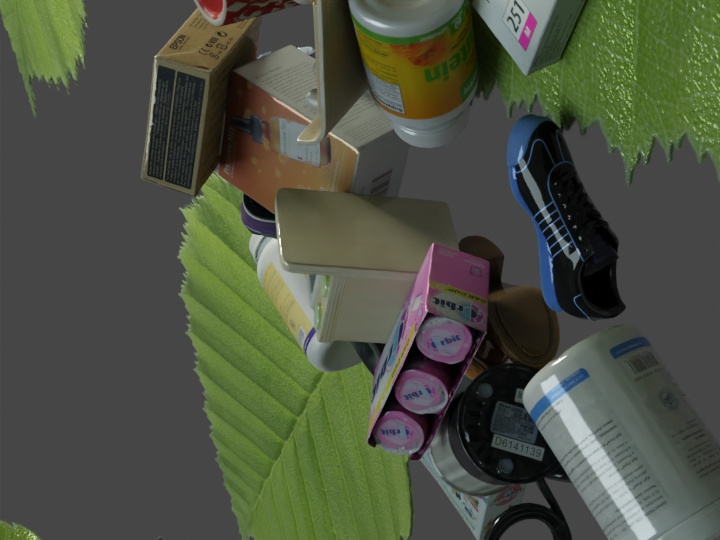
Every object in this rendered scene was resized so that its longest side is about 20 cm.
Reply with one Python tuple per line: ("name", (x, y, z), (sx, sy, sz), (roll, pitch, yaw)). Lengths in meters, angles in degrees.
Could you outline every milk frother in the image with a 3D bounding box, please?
("milk frother", (0.143, 0.219, 1.287), (0.180, 0.201, 0.188), (33, 165, 3))

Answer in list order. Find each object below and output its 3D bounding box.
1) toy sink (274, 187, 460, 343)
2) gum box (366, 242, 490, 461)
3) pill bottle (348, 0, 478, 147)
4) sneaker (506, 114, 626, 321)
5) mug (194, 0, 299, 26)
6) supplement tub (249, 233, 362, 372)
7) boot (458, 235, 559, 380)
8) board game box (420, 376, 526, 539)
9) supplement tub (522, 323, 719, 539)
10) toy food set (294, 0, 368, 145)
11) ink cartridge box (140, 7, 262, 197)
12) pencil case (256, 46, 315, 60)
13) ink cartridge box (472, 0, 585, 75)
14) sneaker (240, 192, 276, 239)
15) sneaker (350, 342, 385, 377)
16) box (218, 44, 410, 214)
("toy sink", (0.000, 0.000, 1.369), (0.131, 0.198, 0.113), (-101, 19, -49))
("gum box", (0.066, 0.088, 1.287), (0.114, 0.066, 0.201), (-80, 10, -53))
("pill bottle", (0.057, -0.210, 1.211), (0.111, 0.111, 0.200), (53, 170, 31))
("sneaker", (0.195, -0.047, 1.149), (0.078, 0.070, 0.201), (13, 127, 54))
("mug", (-0.075, -0.348, 1.285), (0.134, 0.199, 0.178), (56, 156, 26))
("supplement tub", (-0.048, 0.017, 1.662), (0.201, 0.145, 0.146), (56, 156, 26))
("boot", (0.144, 0.078, 1.352), (0.200, 0.076, 0.156), (53, 150, 43))
("board game box", (0.139, 0.214, 1.536), (0.148, 0.064, 0.201), (53, 153, 34))
("supplement tub", (0.249, 0.162, 1.134), (0.201, 0.131, 0.132), (59, 157, 19))
("toy food set", (-0.027, -0.240, 1.219), (0.060, 0.144, 0.201), (19, 135, 20))
("ink cartridge box", (-0.186, -0.210, 1.487), (0.200, 0.075, 0.166), (-68, -7, -56))
("pencil case", (-0.073, -0.183, 1.603), (0.090, 0.083, 0.201), (10, 121, 50))
("ink cartridge box", (0.134, -0.295, 1.065), (0.174, 0.043, 0.200), (56, 156, 21))
("sneaker", (-0.052, -0.062, 1.577), (0.088, 0.198, 0.076), (112, 172, -65))
("sneaker", (0.011, 0.075, 1.530), (0.200, 0.076, 0.114), (55, 166, -27))
("box", (-0.055, -0.142, 1.467), (0.199, 0.106, 0.153), (34, 133, 25))
